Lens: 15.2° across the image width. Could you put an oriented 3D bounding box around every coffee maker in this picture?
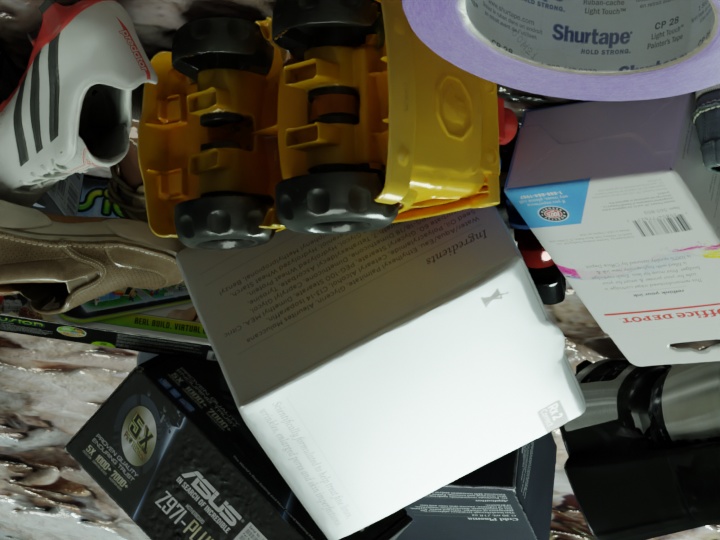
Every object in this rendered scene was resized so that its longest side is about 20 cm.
[{"bbox_3d":[0.256,0.144,1.964,0.134,0.193,0.200,3,166,-40],"label":"coffee maker"}]

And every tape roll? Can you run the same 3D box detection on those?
[{"bbox_3d":[0.123,-0.162,1.423,0.200,0.066,0.200,6,158,3],"label":"tape roll"}]

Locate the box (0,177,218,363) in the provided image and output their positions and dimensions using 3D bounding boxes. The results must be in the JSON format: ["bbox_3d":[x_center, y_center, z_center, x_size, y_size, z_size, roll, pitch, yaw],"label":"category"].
[{"bbox_3d":[-0.166,-0.004,1.829,0.199,0.110,0.035,8,158,-5],"label":"box"}]

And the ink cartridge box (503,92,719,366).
[{"bbox_3d":[0.187,-0.023,1.688,0.115,0.068,0.200,-6,142,30],"label":"ink cartridge box"}]

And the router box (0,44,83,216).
[{"bbox_3d":[-0.282,-0.089,1.726,0.157,0.052,0.200,1,157,13],"label":"router box"}]

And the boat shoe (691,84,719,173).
[{"bbox_3d":[0.268,-0.057,1.640,0.073,0.062,0.200,-13,151,39],"label":"boat shoe"}]

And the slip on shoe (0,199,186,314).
[{"bbox_3d":[-0.187,-0.001,1.664,0.076,0.061,0.200,-17,160,38],"label":"slip on shoe"}]

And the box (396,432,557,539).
[{"bbox_3d":[0.045,0.153,2.156,0.199,0.104,0.182,2,156,13],"label":"box"}]

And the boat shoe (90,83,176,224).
[{"bbox_3d":[-0.123,-0.055,1.708,0.072,0.076,0.200,-42,147,0],"label":"boat shoe"}]

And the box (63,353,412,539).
[{"bbox_3d":[-0.081,0.148,1.869,0.086,0.200,0.164,-47,172,19],"label":"box"}]

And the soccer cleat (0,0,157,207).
[{"bbox_3d":[-0.179,-0.081,1.606,0.069,0.085,0.200,-20,154,-42],"label":"soccer cleat"}]

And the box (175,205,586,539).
[{"bbox_3d":[0.017,0.041,1.730,0.200,0.131,0.199,-27,144,1],"label":"box"}]

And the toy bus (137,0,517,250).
[{"bbox_3d":[-0.006,-0.080,1.602,0.200,0.136,0.192,-10,168,40],"label":"toy bus"}]

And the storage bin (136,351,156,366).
[{"bbox_3d":[-0.050,0.087,2.012,0.199,0.146,0.134,-1,-176,18],"label":"storage bin"}]

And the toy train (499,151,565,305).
[{"bbox_3d":[0.116,-0.024,1.782,0.034,0.046,0.200,2,157,11],"label":"toy train"}]
